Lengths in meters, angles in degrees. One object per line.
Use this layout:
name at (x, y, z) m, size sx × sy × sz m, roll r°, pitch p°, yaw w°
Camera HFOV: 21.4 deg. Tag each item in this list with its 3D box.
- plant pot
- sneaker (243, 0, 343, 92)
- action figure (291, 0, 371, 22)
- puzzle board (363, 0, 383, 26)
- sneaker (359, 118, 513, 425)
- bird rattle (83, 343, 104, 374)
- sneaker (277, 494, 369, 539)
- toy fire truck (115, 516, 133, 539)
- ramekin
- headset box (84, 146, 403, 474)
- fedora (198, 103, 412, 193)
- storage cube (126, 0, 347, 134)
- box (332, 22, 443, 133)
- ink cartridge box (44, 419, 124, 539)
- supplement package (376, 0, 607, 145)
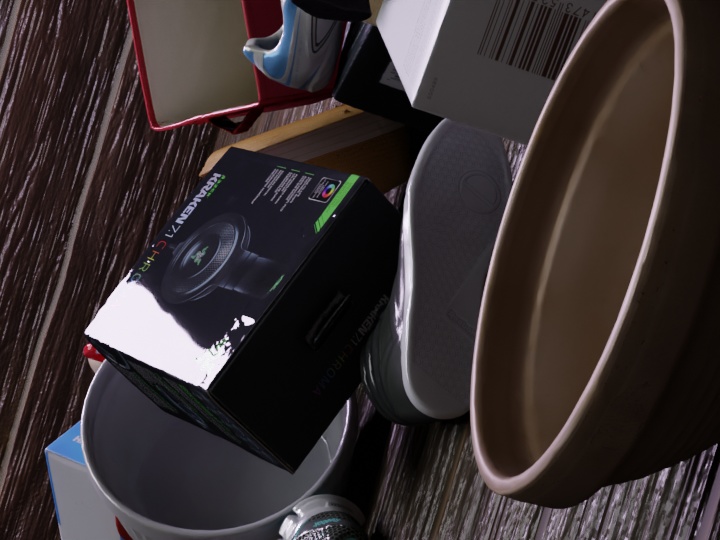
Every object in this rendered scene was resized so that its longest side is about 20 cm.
plant pot at (0.118, -0.003, 0.722) m, size 0.201 × 0.092 × 0.203 m, roll -164°, pitch 90°, yaw -80°
sneaker at (-0.024, -0.218, 1.299) m, size 0.072 × 0.072 × 0.202 m, roll -93°, pitch 23°, yaw -66°
action figure at (-0.003, -0.259, 1.163) m, size 0.130 × 0.069 × 0.202 m, roll -25°, pitch 56°, yaw 55°
puzzle board at (0.078, -0.237, 1.187) m, size 0.017 × 0.149 × 0.202 m, roll 1°, pitch -72°, yaw -71°
sneaker at (0.041, 0.004, 1.177) m, size 0.099 × 0.070 × 0.202 m, roll 139°, pitch 142°, yaw -63°
bird rattle at (-0.158, 0.054, 1.567) m, size 0.200 × 0.113 × 0.162 m, roll -48°, pitch 19°, yaw -30°
sneaker at (-0.040, 0.247, 1.238) m, size 0.091 × 0.077 × 0.202 m, roll -174°, pitch 99°, yaw -76°
toy fire truck at (-0.102, 0.204, 1.525) m, size 0.168 × 0.111 × 0.202 m, roll -46°, pitch -39°, yaw -50°
ramekin at (-0.096, 0.130, 1.384) m, size 0.106 × 0.198 × 0.202 m, roll 82°, pitch -166°, yaw -54°
headset box at (-0.063, 0.022, 1.261) m, size 0.175 × 0.093 × 0.199 m, roll -52°, pitch 32°, yaw -13°
fedora at (-0.024, -0.083, 1.496) m, size 0.201 × 0.199 × 0.083 m, roll 180°, pitch 71°, yaw -79°
storage cube at (-0.073, -0.220, 1.568) m, size 0.170 × 0.178 × 0.202 m, roll -7°, pitch 96°, yaw 53°
box at (0.062, -0.220, 1.331) m, size 0.148 × 0.103 × 0.202 m, roll 124°, pitch 160°, yaw -59°
ink cartridge box at (-0.160, 0.166, 1.596) m, size 0.200 × 0.084 × 0.147 m, roll -39°, pitch -45°, yaw -42°
supplement package at (0.088, -0.151, 1.051) m, size 0.200 × 0.116 × 0.118 m, roll -105°, pitch 33°, yaw -70°
